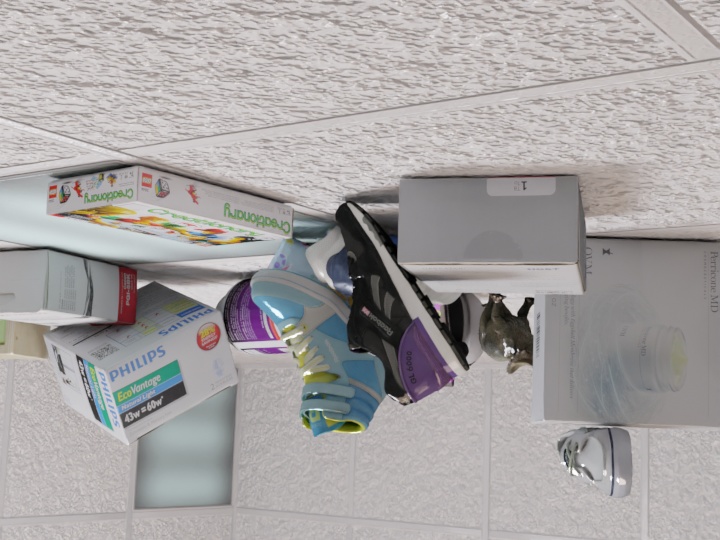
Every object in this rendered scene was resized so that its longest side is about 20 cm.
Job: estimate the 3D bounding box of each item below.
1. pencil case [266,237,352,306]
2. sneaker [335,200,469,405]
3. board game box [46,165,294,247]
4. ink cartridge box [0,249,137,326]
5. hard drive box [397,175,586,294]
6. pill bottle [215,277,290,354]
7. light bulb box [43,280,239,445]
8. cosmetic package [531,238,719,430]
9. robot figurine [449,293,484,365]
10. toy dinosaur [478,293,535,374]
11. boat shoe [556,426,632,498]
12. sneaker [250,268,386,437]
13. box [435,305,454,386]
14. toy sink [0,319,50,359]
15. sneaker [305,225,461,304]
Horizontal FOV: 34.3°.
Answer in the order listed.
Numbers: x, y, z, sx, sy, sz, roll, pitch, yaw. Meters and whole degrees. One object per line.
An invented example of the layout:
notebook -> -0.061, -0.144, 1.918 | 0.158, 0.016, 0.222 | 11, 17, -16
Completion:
pencil case -> -0.013, 0.032, 1.313 | 0.199, 0.084, 0.091 | 22, -175, -1
sneaker -> 0.012, 0.030, 1.075 | 0.087, 0.201, 0.076 | -34, 158, 7
board game box -> -0.174, -0.056, 1.093 | 0.126, 0.035, 0.199 | -5, 170, 39
ink cartridge box -> -0.419, 0.027, 1.583 | 0.146, 0.084, 0.200 | -2, 172, 23
hard drive box -> 0.127, -0.027, 1.069 | 0.155, 0.077, 0.200 | 0, 172, 12
pill bottle -> -0.124, 0.063, 1.658 | 0.112, 0.113, 0.199 | 8, 171, -38
light bulb box -> -0.317, 0.127, 1.684 | 0.198, 0.126, 0.199 | -28, -151, -31
cosmetic package -> 0.296, 0.072, 1.289 | 0.198, 0.201, 0.123 | 2, 172, 2
robot figurine -> 0.088, 0.083, 1.693 | 0.199, 0.151, 0.125 | 5, 148, -18
toy dinosaur -> 0.179, 0.077, 1.488 | 0.076, 0.103, 0.200 | 4, -173, -26
boat shoe -> 0.250, 0.207, 1.263 | 0.066, 0.074, 0.200 | 0, 172, 4
sneaker -> -0.050, 0.096, 1.223 | 0.200, 0.131, 0.079 | 36, 148, -17
box -> 0.049, 0.074, 1.552 | 0.142, 0.036, 0.201 | 1, 132, 11
toy sink -> -0.567, 0.061, 1.708 | 0.199, 0.131, 0.112 | 1, 172, 15
sneaker -> 0.027, -0.017, 1.256 | 0.146, 0.081, 0.200 | 22, -161, 24
